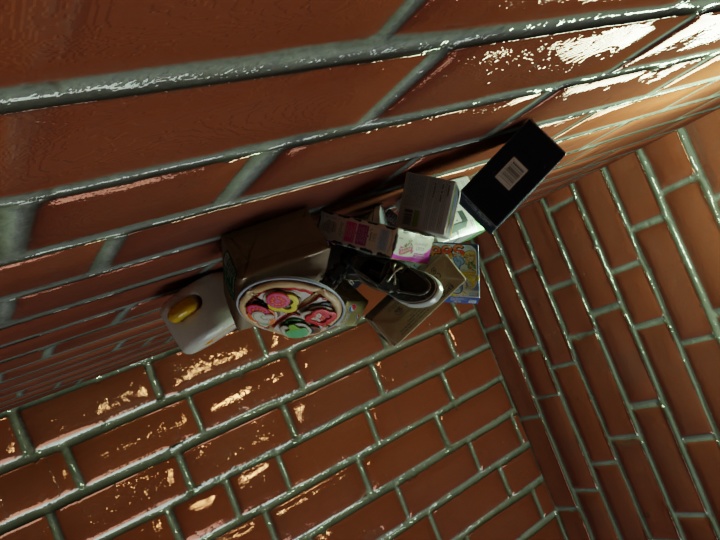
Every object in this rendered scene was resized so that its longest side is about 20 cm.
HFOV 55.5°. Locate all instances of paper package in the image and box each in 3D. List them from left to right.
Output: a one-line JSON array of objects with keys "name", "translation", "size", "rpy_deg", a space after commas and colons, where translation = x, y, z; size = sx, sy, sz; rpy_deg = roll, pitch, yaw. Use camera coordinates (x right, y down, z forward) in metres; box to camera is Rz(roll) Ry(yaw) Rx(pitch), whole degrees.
[{"name": "paper package", "translation": [-0.165, 0.002, 1.307], "size": [0.189, 0.104, 0.201], "rpy_deg": [-21, 154, -23]}]

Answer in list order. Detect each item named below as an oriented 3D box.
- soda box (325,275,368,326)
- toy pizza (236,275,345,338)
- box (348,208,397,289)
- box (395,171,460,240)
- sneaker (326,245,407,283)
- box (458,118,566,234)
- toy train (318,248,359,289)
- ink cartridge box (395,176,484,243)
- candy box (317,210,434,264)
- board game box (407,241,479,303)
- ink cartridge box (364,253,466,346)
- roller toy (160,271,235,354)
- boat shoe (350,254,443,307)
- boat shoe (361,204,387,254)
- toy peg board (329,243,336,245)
[{"name": "soda box", "translation": [-0.074, 0.035, 1.447], "size": [0.067, 0.200, 0.065], "rpy_deg": [4, 120, -46]}, {"name": "toy pizza", "translation": [-0.126, 0.075, 1.234], "size": [0.197, 0.032, 0.201], "rpy_deg": [1, 147, 0]}, {"name": "box", "translation": [0.015, -0.039, 1.687], "size": [0.161, 0.049, 0.201], "rpy_deg": [-41, -165, 44]}, {"name": "box", "translation": [0.145, -0.131, 1.433], "size": [0.100, 0.114, 0.200], "rpy_deg": [13, -178, 11]}, {"name": "sneaker", "translation": [0.000, 0.000, 1.445], "size": [0.197, 0.074, 0.071], "rpy_deg": [11, 152, 1]}, {"name": "box", "translation": [0.308, -0.188, 1.418], "size": [0.200, 0.104, 0.182], "rpy_deg": [-46, 174, 4]}, {"name": "toy train", "translation": [-0.053, 0.016, 1.329], "size": [0.046, 0.034, 0.200], "rpy_deg": [-56, 178, 36]}, {"name": "ink cartridge box", "translation": [0.200, -0.133, 1.662], "size": [0.198, 0.148, 0.084], "rpy_deg": [-19, 173, -40]}, {"name": "candy box", "translation": [0.028, -0.066, 1.365], "size": [0.198, 0.062, 0.136], "rpy_deg": [16, -175, 38]}, {"name": "board game box", "translation": [0.166, 0.002, 1.534], "size": [0.197, 0.137, 0.035], "rpy_deg": [3, 152, 1]}, {"name": "ink cartridge box", "translation": [0.108, 0.059, 1.404], "size": [0.200, 0.075, 0.165], "rpy_deg": [-42, -179, -3]}, {"name": "roller toy", "translation": [-0.362, 0.093, 1.580], "size": [0.199, 0.141, 0.182], "rpy_deg": [-31, 176, -36]}, {"name": "boat shoe", "translation": [0.063, 0.017, 1.301], "size": [0.198, 0.071, 0.064], "rpy_deg": [16, 165, 38]}, {"name": "boat shoe", "translation": [0.022, -0.088, 1.546], "size": [0.064, 0.074, 0.201], "rpy_deg": [-11, -155, 15]}, {"name": "toy peg board", "translation": [-0.082, -0.023, 1.661], "size": [0.199, 0.097, 0.201], "rpy_deg": [-45, -167, 41]}]
